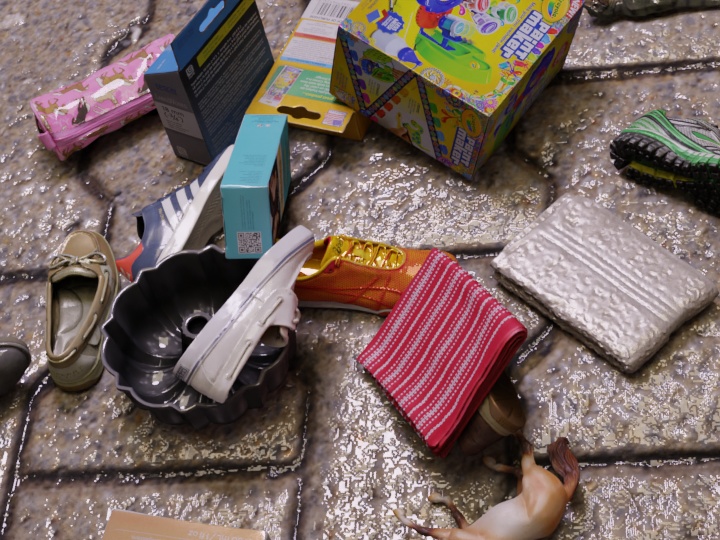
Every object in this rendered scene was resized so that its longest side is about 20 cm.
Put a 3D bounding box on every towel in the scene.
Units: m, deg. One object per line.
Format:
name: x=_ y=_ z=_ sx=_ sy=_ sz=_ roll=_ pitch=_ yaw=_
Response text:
towel: x=0.072 y=0.072 z=1.430 sx=0.145 sy=0.022 sz=0.200 roll=-56 pitch=31 yaw=8
towel: x=0.239 y=0.010 z=1.523 sx=0.133 sy=0.034 sz=0.200 roll=-40 pitch=56 yaw=-17

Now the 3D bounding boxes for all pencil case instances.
pencil case: x=-0.284 y=-0.200 z=1.768 sx=0.200 sy=0.087 sz=0.083 roll=-27 pitch=83 yaw=-9

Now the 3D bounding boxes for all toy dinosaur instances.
toy dinosaur: x=0.351 y=-0.332 z=1.758 sx=0.200 sy=0.047 sz=0.088 roll=-3 pitch=67 yaw=9

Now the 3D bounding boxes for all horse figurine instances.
horse figurine: x=0.127 y=0.219 z=1.374 sx=0.200 sy=0.050 sz=0.133 roll=-36 pitch=47 yaw=-12

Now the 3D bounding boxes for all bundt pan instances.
bundt pan: x=-0.154 y=0.076 z=1.526 sx=0.202 sy=0.076 sz=0.202 roll=-6 pitch=51 yaw=8

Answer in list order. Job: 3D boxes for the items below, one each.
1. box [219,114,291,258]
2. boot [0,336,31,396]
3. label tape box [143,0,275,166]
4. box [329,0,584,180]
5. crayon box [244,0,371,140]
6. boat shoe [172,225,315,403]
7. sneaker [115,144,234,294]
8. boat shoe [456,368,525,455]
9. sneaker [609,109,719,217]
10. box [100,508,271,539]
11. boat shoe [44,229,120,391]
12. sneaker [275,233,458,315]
box: x=-0.107 y=-0.092 z=1.592 sx=0.049 sy=0.082 sz=0.200 roll=0 pitch=27 yaw=4
boot: x=-0.387 y=0.179 z=1.499 sx=0.182 sy=0.073 sz=0.200 roll=-33 pitch=45 yaw=4
label tape box: x=-0.169 y=-0.235 z=1.692 sx=0.063 sy=0.200 sz=0.144 roll=21 pitch=59 yaw=26
box: x=0.104 y=-0.242 z=1.658 sx=0.193 sy=0.122 sz=0.200 roll=32 pitch=61 yaw=12
crayon box: x=-0.033 y=-0.224 z=1.751 sx=0.126 sy=0.052 sz=0.200 roll=13 pitch=56 yaw=21
boat shoe: x=-0.093 y=0.044 z=1.457 sx=0.070 sy=0.071 sz=0.200 roll=37 pitch=60 yaw=3
sneaker: x=-0.196 y=-0.064 z=1.645 sx=0.084 sy=0.075 sz=0.200 roll=17 pitch=57 yaw=22
boat shoe: x=0.100 y=0.102 z=1.450 sx=0.072 sy=0.072 sz=0.200 roll=-45 pitch=30 yaw=18
sneaker: x=0.361 y=-0.118 z=1.567 sx=0.200 sy=0.078 sz=0.085 roll=28 pitch=62 yaw=29
box: x=-0.164 y=0.326 z=1.314 sx=0.152 sy=0.106 sz=0.200 roll=5 pitch=53 yaw=15
boat shoe: x=-0.299 y=0.029 z=1.602 sx=0.073 sy=0.063 sz=0.201 roll=-4 pitch=52 yaw=8
sneaker: x=0.000 y=0.000 z=1.554 sx=0.200 sy=0.077 sz=0.073 roll=-3 pitch=50 yaw=8
